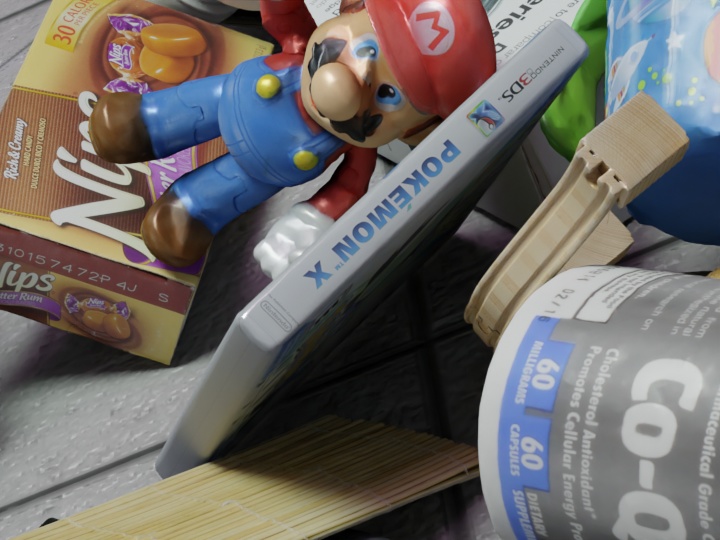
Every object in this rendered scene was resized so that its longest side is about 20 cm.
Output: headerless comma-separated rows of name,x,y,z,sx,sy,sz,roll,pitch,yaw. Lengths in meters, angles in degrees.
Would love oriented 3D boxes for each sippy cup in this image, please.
sippy cup,0.150,-0.083,0.903,0.139,0.178,0.131,14,65,-2

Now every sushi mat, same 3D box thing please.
sushi mat,-0.051,0.093,0.896,0.199,0.012,0.095,-18,18,-39

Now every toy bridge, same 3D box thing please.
toy bridge,0.070,0.001,0.889,0.067,0.200,0.027,-39,79,-19

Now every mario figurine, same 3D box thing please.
mario figurine,-0.032,-0.068,0.988,0.199,0.123,0.107,-24,44,35

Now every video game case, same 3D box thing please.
video game case,0.000,0.000,0.949,0.182,0.022,0.200,-44,-6,-24

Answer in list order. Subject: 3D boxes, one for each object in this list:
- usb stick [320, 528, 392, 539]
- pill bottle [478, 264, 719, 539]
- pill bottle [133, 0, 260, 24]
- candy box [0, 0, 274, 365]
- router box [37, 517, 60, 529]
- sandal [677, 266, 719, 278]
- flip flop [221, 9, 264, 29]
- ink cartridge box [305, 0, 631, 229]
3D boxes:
usb stick,0.021,0.123,0.856,0.199,0.033,0.055,10,29,44
pill bottle,0.146,0.063,0.777,0.199,0.114,0.114,8,46,43
pill bottle,-0.037,-0.202,1.184,0.200,0.112,0.113,-31,25,37
candy box,-0.119,-0.053,1.140,0.116,0.057,0.201,19,39,-3
router box,-0.086,0.175,0.846,0.199,0.051,0.149,10,48,42
sandal,0.162,0.024,0.875,0.199,0.055,0.082,11,48,46
flip flop,-0.030,-0.165,1.283,0.199,0.057,0.082,14,90,30
ink cartridge box,0.081,-0.106,1.093,0.146,0.083,0.200,-38,34,-15
